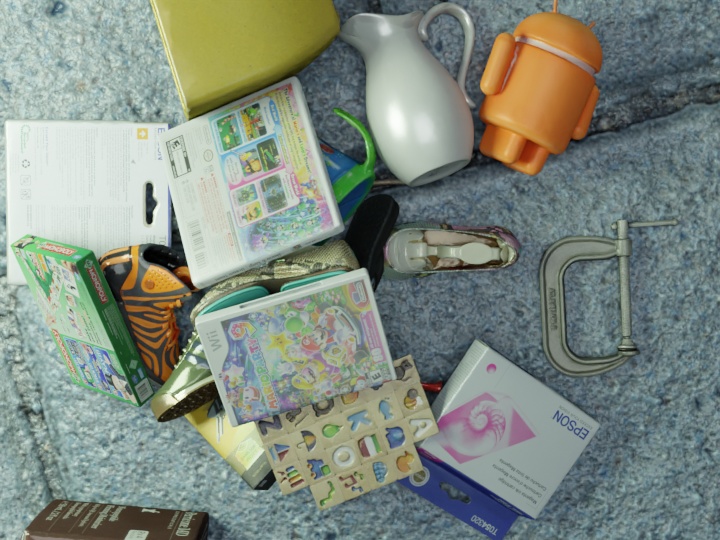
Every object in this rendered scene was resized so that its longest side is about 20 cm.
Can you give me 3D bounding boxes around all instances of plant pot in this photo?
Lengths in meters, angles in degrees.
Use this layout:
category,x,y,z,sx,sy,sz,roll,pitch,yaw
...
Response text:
category,x,y,z,sx,sy,sz,roll,pitch,yaw
plant pot,-0.134,-0.297,1.460,0.198,0.195,0.196,-18,94,-6

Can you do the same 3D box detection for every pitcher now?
category,x,y,z,sx,sy,sz,roll,pitch,yaw
pitcher,0.081,-0.215,1.509,0.170,0.121,0.202,-18,82,-15

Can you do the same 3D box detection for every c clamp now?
category,x,y,z,sx,sy,sz,roll,pitch,yaw
c clamp,0.304,0.033,1.564,0.169,0.027,0.202,3,93,-1

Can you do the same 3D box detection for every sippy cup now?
category,x,y,z,sx,sy,sz,roll,pitch,yaw
sippy cup,-0.073,-0.106,1.504,0.130,0.140,0.178,43,70,7

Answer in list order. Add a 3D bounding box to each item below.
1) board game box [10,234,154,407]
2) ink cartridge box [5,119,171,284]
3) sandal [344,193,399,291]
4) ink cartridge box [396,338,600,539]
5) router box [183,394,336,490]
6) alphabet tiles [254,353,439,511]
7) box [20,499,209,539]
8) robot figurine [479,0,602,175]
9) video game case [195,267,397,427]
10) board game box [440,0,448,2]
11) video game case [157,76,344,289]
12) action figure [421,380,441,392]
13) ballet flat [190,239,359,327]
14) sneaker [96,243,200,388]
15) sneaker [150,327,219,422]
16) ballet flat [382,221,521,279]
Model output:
category,x,y,z,sx,sy,sz,roll,pitch,yaw
board game box,-0.322,0.058,1.473,0.029,0.134,0.201,-39,126,-34
ink cartridge box,-0.325,-0.081,1.532,0.198,0.043,0.198,1,95,-4
sandal,0.001,0.000,1.509,0.048,0.075,0.201,48,58,-37
ink cartridge box,0.163,0.216,1.536,0.196,0.043,0.201,33,91,-23
router box,-0.108,0.137,1.523,0.157,0.052,0.200,42,93,19
alphabet tiles,-0.016,0.179,1.474,0.199,0.006,0.168,-22,97,0
box,-0.291,0.377,1.505,0.198,0.166,0.166,5,93,-2
robot figurine,0.215,-0.217,1.505,0.143,0.117,0.201,24,94,4
video game case,-0.070,0.089,1.426,0.198,0.018,0.144,-16,117,0
board game box,0.026,-0.381,1.447,0.199,0.200,0.062,22,94,-3
video game case,-0.127,-0.101,1.437,0.181,0.024,0.201,-21,66,9
action figure,-0.002,0.143,1.555,0.198,0.052,0.066,12,88,3
ballet flat,-0.099,0.012,1.440,0.198,0.068,0.076,-18,49,1
sneaker,-0.229,0.054,1.495,0.111,0.078,0.201,-18,126,12
sneaker,-0.170,0.090,1.489,0.199,0.067,0.090,-33,71,1
ballet flat,0.097,-0.024,1.535,0.198,0.071,0.070,-2,94,-1
